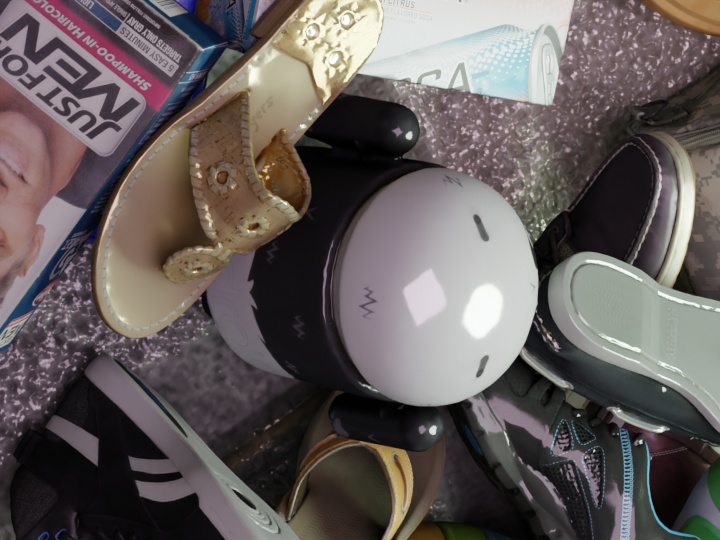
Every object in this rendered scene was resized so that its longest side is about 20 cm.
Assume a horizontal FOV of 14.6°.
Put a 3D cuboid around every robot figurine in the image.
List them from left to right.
[{"bbox_3d":[0.001,0.001,1.437,0.150,0.199,0.125,48,66,-35],"label":"robot figurine"}]

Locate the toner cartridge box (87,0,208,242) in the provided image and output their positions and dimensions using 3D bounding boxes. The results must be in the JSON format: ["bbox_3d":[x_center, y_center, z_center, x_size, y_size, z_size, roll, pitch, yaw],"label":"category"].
[{"bbox_3d":[-0.127,-0.116,1.453,0.094,0.043,0.202,7,100,-22],"label":"toner cartridge box"}]

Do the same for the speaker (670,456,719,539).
[{"bbox_3d":[0.196,0.189,1.563,0.088,0.089,0.201,8,128,-21],"label":"speaker"}]

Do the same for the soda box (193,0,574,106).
[{"bbox_3d":[0.013,-0.135,1.464,0.199,0.063,0.069,7,99,-34],"label":"soda box"}]

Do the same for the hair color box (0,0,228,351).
[{"bbox_3d":[-0.166,-0.062,1.395,0.100,0.061,0.200,38,102,3],"label":"hair color box"}]

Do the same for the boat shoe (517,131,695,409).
[{"bbox_3d":[0.113,0.012,1.521,0.064,0.072,0.201,5,127,-37],"label":"boat shoe"}]

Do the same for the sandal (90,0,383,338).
[{"bbox_3d":[-0.051,-0.052,1.366,0.078,0.070,0.212,39,83,-35],"label":"sandal"}]

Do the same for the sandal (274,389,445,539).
[{"bbox_3d":[-0.009,0.120,1.482,0.080,0.200,0.054,26,137,9],"label":"sandal"}]

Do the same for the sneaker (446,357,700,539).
[{"bbox_3d":[0.106,0.096,1.498,0.082,0.073,0.201,-31,92,-4],"label":"sneaker"}]

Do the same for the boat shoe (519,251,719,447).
[{"bbox_3d":[0.160,0.049,1.483,0.199,0.060,0.076,32,55,-28],"label":"boat shoe"}]

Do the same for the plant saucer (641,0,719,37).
[{"bbox_3d":[0.214,-0.224,1.501,0.199,0.037,0.202,-3,100,-18],"label":"plant saucer"}]

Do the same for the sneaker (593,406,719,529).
[{"bbox_3d":[0.197,0.135,1.618,0.199,0.076,0.116,29,106,-23],"label":"sneaker"}]

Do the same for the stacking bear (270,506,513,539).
[{"bbox_3d":[0.025,0.185,1.542,0.199,0.114,0.122,14,97,-17],"label":"stacking bear"}]

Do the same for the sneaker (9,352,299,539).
[{"bbox_3d":[-0.110,0.139,1.442,0.112,0.200,0.073,-49,135,2],"label":"sneaker"}]

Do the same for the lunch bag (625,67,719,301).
[{"bbox_3d":[0.253,-0.029,1.562,0.167,0.139,0.201,-23,107,6],"label":"lunch bag"}]
